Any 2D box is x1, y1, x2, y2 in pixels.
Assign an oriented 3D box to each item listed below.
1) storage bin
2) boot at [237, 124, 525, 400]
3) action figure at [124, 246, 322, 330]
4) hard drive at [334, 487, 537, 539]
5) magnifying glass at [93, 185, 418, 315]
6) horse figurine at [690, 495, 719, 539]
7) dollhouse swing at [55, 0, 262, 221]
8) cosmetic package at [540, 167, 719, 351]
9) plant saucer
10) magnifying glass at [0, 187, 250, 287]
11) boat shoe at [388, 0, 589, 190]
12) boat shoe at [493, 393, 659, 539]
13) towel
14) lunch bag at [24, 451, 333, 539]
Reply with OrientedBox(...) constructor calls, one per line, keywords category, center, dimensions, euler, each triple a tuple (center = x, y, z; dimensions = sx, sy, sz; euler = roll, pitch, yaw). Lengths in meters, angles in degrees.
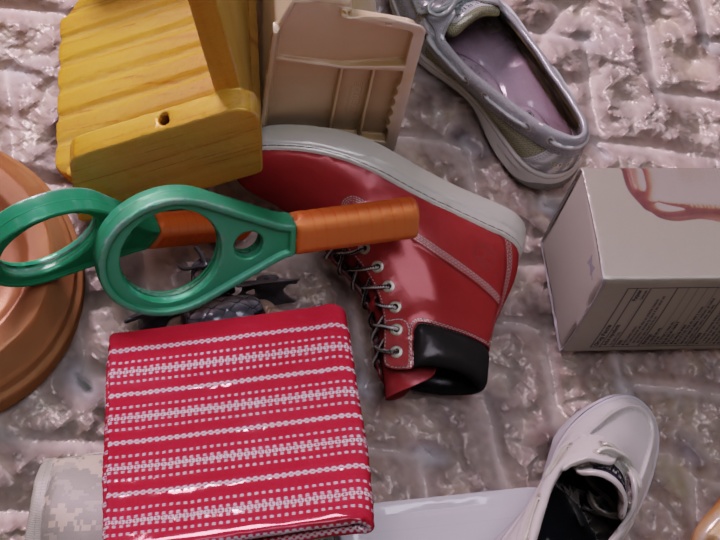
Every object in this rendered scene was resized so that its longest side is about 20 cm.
OrientedBox(category="storage bin", center=(-0.020, -0.194, 1.230), dimensions=(0.093, 0.199, 0.201), euler=(1, 63, -8))
OrientedBox(category="boot", center=(0.000, 0.000, 1.205), dimensions=(0.199, 0.072, 0.145), euler=(22, 62, -8))
OrientedBox(category="action figure", center=(-0.069, 0.068, 1.159), dimensions=(0.129, 0.070, 0.201), euler=(-18, 64, -8))
OrientedBox(category="hard drive", center=(0.063, 0.233, 1.127), dimensions=(0.131, 0.025, 0.201), euler=(-4, 64, -15))
OrientedBox(category="magnifying glass", center=(-0.061, -0.019, 1.139), dimensions=(0.198, 0.080, 0.022), euler=(-9, 34, -19))
OrientedBox(category="horse figurine", center=(0.241, 0.197, 1.166), dimensions=(0.132, 0.050, 0.201), euler=(14, 68, 14))
OrientedBox(category="dollhouse swing", center=(-0.141, -0.173, 1.158), dimensions=(0.180, 0.176, 0.201), euler=(-14, 57, 17))
OrientedBox(category="cosmetic package", center=(0.230, -0.007, 1.245), dimensions=(0.198, 0.104, 0.088), euler=(0, 62, -15))
OrientedBox(category="plant saucer", center=(-0.268, -0.001, 1.166), dimensions=(0.198, 0.038, 0.202), euler=(5, 63, -10))
OrientedBox(category="magnifying glass", center=(-0.146, -0.024, 1.163), dimensions=(0.199, 0.080, 0.022), euler=(-4, 57, -43))
OrientedBox(category="boat shoe", center=(0.089, -0.150, 1.306), dimensions=(0.074, 0.065, 0.203), euler=(-24, 71, -23))
OrientedBox(category="boat shoe", center=(0.138, 0.136, 1.150), dimensions=(0.072, 0.066, 0.200), euler=(49, 48, 1))
OrientedBox(category="towel", center=(-0.070, 0.086, 1.045), dimensions=(0.143, 0.023, 0.201), euler=(-8, 33, -1))
OrientedBox(category="lunch bag", center=(-0.097, 0.190, 1.041), dimensions=(0.163, 0.118, 0.201), euler=(-5, 64, 9))
